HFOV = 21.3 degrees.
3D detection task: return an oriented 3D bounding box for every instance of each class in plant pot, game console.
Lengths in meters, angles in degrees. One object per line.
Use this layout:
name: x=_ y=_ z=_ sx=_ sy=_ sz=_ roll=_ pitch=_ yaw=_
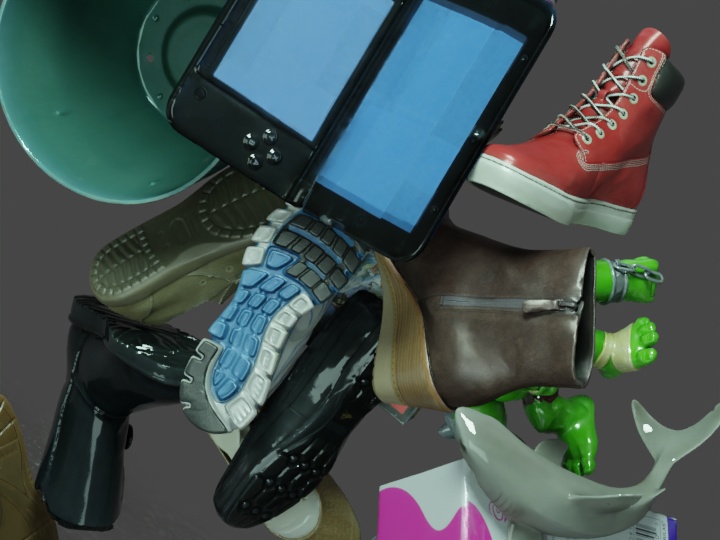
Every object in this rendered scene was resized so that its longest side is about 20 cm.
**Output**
plant pot: x=-0.143 y=-0.157 z=1.408 sx=0.199 sy=0.161 sz=0.202 roll=3 pitch=99 yaw=18
game console: x=-0.001 y=-0.136 z=1.266 sx=0.170 sy=0.118 sz=0.201 roll=32 pitch=86 yaw=-23

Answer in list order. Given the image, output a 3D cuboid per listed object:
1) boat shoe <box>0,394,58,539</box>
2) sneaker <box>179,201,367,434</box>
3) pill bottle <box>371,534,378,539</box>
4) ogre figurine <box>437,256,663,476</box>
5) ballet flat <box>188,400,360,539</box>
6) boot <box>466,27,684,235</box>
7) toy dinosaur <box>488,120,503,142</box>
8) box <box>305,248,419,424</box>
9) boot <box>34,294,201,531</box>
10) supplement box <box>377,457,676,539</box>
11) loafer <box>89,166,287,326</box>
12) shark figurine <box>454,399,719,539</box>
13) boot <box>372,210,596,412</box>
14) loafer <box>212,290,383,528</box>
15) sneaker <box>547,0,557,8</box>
boat shoe: x=-0.301 y=0.193 z=1.551 sx=0.072 sy=0.072 sz=0.201 roll=0 pitch=109 yaw=46
sneaker: x=-0.060 y=0.027 z=1.376 sx=0.075 sy=0.087 sz=0.200 roll=34 pitch=87 yaw=8
pill bottle: x=0.037 y=0.268 z=1.434 sx=0.106 sy=0.106 sz=0.201 roll=21 pitch=101 yaw=13
ogre figurine: x=0.131 y=0.074 z=1.386 sx=0.119 sy=0.098 sz=0.200 roll=19 pitch=118 yaw=-23
ballet flat: x=-0.075 y=0.147 z=1.470 sx=0.068 sy=0.072 sz=0.201 roll=-34 pitch=87 yaw=17
boot: x=0.153 y=-0.106 z=1.317 sx=0.072 sy=0.200 sz=0.145 roll=29 pitch=103 yaw=30
toy dinosaur: x=0.055 y=-0.133 z=1.420 sx=0.200 sy=0.058 sz=0.101 roll=-47 pitch=70 yaw=5
box: x=0.000 y=0.000 z=1.450 sx=0.200 sy=0.040 sz=0.137 roll=40 pitch=104 yaw=9
boot: x=-0.182 y=0.121 z=1.457 sx=0.200 sy=0.076 sz=0.169 roll=24 pitch=105 yaw=57
supplement box: x=0.117 y=0.208 z=1.338 sx=0.103 sy=0.199 sz=0.102 roll=-23 pitch=55 yaw=47
loafer: x=-0.103 y=-0.022 z=1.423 sx=0.199 sy=0.068 sz=0.076 roll=-23 pitch=55 yaw=4
shark figurine: x=0.168 y=0.145 z=1.280 sx=0.089 sy=0.214 sz=0.129 roll=-24 pitch=72 yaw=52
boot: x=0.090 y=-0.001 z=1.328 sx=0.166 sy=0.072 sz=0.201 roll=-10 pitch=64 yaw=32
loafer: x=-0.040 y=0.103 z=1.412 sx=0.201 sy=0.068 sz=0.070 roll=-50 pitch=49 yaw=4
sneaker: x=0.035 y=-0.188 z=1.368 sx=0.200 sy=0.073 sz=0.115 roll=23 pitch=82 yaw=34
